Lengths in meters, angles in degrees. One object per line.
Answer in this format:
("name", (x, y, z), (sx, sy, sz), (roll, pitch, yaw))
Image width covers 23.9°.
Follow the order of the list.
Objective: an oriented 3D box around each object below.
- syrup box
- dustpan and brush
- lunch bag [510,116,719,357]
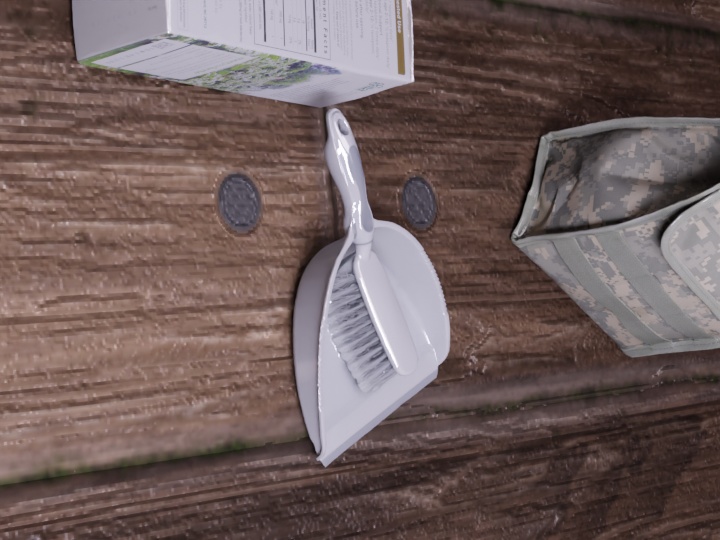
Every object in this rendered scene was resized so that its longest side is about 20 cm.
("syrup box", (-0.063, -0.150, 0.974), (0.199, 0.079, 0.082), (3, 81, -48))
("dustpan and brush", (0.000, 0.000, 1.033), (0.139, 0.057, 0.201), (-34, 109, -45))
("lunch bag", (0.238, -0.025, 1.200), (0.164, 0.199, 0.118), (41, 55, -37))
